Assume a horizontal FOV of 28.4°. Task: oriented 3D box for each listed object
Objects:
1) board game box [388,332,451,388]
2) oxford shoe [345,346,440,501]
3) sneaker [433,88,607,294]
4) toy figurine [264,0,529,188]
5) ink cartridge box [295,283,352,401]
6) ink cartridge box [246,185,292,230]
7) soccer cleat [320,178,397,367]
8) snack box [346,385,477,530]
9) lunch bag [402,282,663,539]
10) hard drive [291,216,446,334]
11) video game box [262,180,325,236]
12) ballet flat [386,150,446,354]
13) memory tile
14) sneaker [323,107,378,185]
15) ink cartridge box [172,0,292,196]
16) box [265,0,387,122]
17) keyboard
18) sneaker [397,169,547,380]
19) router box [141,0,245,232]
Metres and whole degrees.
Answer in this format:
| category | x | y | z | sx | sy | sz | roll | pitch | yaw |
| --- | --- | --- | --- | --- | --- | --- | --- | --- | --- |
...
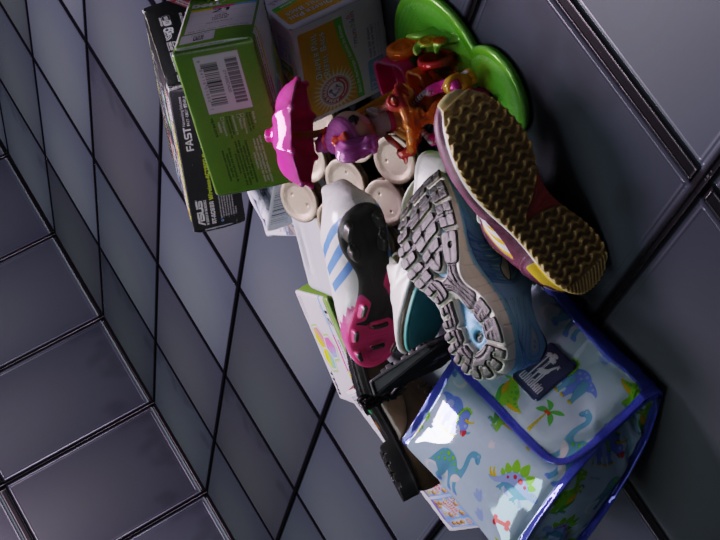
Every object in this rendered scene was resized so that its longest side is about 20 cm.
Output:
| category | x | y | z | sx | sy | sz | roll | pitch | yaw |
| --- | --- | --- | --- | --- | --- | --- | --- | --- | --- |
| board game box | 0.103 | 0.135 | 1.489 | 0.199 | 0.026 | 0.201 | 25 | 142 | 34 |
| oxford shoe | 0.040 | 0.130 | 1.478 | 0.073 | 0.084 | 0.201 | 112 | 135 | -85 |
| sneaker | 0.114 | -0.060 | 1.163 | 0.201 | 0.075 | 0.090 | 53 | 163 | -16 |
| toy figurine | 0.015 | -0.128 | 1.206 | 0.200 | 0.183 | 0.151 | 33 | 146 | 53 |
| ink cartridge box | -0.021 | 0.074 | 1.708 | 0.200 | 0.075 | 0.149 | 8 | 124 | 65 |
| ink cartridge box | -0.119 | -0.180 | 1.557 | 0.201 | 0.043 | 0.199 | 61 | 157 | 27 |
| soccer cleat | 0.000 | 0.000 | 1.404 | 0.086 | 0.069 | 0.201 | -129 | 27 | -50 |
| snack box | 0.066 | 0.201 | 1.559 | 0.201 | 0.024 | 0.072 | 54 | 148 | -8 |
| lunch bag | 0.156 | 0.130 | 1.253 | 0.170 | 0.127 | 0.201 | 46 | 115 | 35 |
| hard drive | 0.020 | 0.001 | 1.488 | 0.199 | 0.027 | 0.133 | 23 | 144 | 30 |
| video game box | -0.091 | -0.139 | 1.638 | 0.182 | 0.046 | 0.202 | 8 | 116 | 69 |
| ballet flat | 0.059 | -0.021 | 1.332 | 0.069 | 0.069 | 0.202 | 40 | 125 | 47 |
| memory tile | 0.008 | -0.079 | 1.402 | 0.199 | 0.017 | 0.154 | 30 | 128 | 24 |
| sneaker | -0.002 | -0.094 | 1.491 | 0.079 | 0.075 | 0.201 | 32 | 154 | 34 |
| ink cartridge box | -0.108 | -0.188 | 1.318 | 0.201 | 0.075 | 0.149 | -86 | -15 | -55 |
| box | -0.067 | -0.246 | 1.382 | 0.200 | 0.101 | 0.113 | 44 | 154 | 43 |
| keyboard | 0.051 | 0.088 | 1.317 | 0.021 | 0.127 | 0.200 | 53 | -162 | 10 |
| sneaker | 0.099 | 0.005 | 1.229 | 0.078 | 0.089 | 0.201 | -41 | 59 | 39 |
| router box | -0.176 | -0.165 | 1.516 | 0.201 | 0.062 | 0.150 | 86 | 168 | -45 |
